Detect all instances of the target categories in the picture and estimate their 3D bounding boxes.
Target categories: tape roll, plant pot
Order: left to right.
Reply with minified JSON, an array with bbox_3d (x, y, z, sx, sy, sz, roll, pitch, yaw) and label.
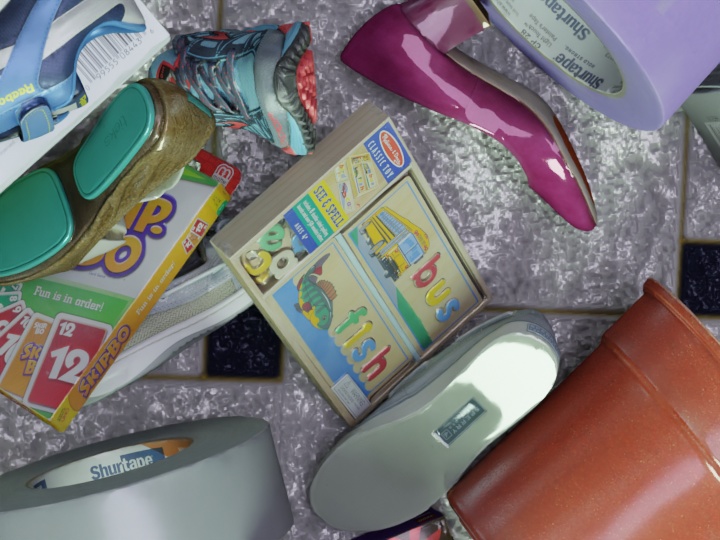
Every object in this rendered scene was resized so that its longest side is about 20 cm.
[{"bbox_3d":[-0.144,0.147,1.322,0.200,0.200,0.066,-16,96,-12],"label":"tape roll"},{"bbox_3d":[0.143,-0.186,1.371,0.200,0.200,0.085,44,83,-11],"label":"tape roll"},{"bbox_3d":[0.174,0.144,1.407,0.195,0.201,0.201,-39,100,-1],"label":"plant pot"}]

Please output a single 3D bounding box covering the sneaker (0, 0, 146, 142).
[{"bbox_3d":[-0.196,-0.094,1.163,0.082,0.074,0.200,41,85,-13],"label":"sneaker"}]

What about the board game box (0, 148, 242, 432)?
[{"bbox_3d":[-0.166,-0.005,1.363,0.095,0.030,0.200,29,74,27],"label":"board game box"}]

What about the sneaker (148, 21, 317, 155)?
[{"bbox_3d":[-0.080,-0.109,1.325,0.095,0.200,0.080,-5,96,-10],"label":"sneaker"}]

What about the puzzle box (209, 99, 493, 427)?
[{"bbox_3d":[0.000,0.000,1.379,0.133,0.025,0.200,-43,138,-8],"label":"puzzle box"}]

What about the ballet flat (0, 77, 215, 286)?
[{"bbox_3d":[-0.156,-0.047,1.312,0.072,0.200,0.068,8,51,-45],"label":"ballet flat"}]

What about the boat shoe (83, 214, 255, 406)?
[{"bbox_3d":[-0.113,0.010,1.389,0.202,0.074,0.065,-33,97,0],"label":"boat shoe"}]

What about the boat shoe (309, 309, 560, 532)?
[{"bbox_3d":[0.052,0.098,1.426,0.201,0.072,0.070,-39,99,19],"label":"boat shoe"}]

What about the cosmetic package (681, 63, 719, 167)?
[{"bbox_3d":[0.327,-0.142,1.464,0.200,0.107,0.090,-37,100,-10],"label":"cosmetic package"}]

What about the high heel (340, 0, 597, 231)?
[{"bbox_3d":[0.076,-0.094,1.442,0.096,0.067,0.200,-31,100,12],"label":"high heel"}]

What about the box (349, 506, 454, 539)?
[{"bbox_3d":[-0.015,0.258,1.438,0.199,0.039,0.137,-21,98,-11],"label":"box"}]

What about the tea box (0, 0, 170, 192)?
[{"bbox_3d":[-0.236,-0.116,1.290,0.200,0.197,0.134,-42,100,-7],"label":"tea box"}]
